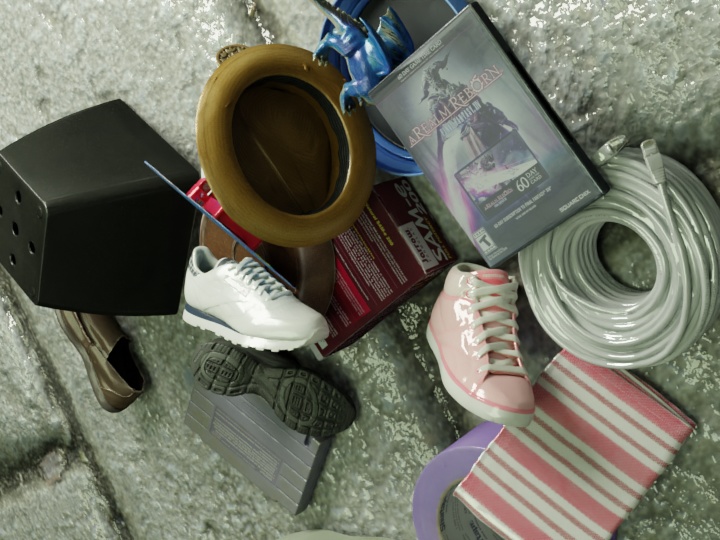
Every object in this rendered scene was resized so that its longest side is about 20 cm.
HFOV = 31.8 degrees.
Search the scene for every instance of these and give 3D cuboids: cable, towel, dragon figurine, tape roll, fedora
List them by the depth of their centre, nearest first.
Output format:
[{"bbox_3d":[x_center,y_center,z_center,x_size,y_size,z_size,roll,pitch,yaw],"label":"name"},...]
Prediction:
[{"bbox_3d":[0.236,-0.012,1.144,0.199,0.069,0.201,-27,90,43],"label":"cable"},{"bbox_3d":[0.012,-0.211,1.200,0.099,0.059,0.201,-19,99,40],"label":"dragon figurine"},{"bbox_3d":[0.202,0.181,1.201,0.146,0.030,0.200,38,89,22],"label":"towel"},{"bbox_3d":[-0.081,-0.118,1.245,0.082,0.200,0.202,-15,98,65],"label":"fedora"},{"bbox_3d":[0.157,0.258,1.306,0.199,0.085,0.201,15,116,34],"label":"tape roll"}]

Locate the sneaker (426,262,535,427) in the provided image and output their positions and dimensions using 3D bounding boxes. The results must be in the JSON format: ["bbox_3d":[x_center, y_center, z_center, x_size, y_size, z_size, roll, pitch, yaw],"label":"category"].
[{"bbox_3d":[0.121,0.061,1.218,0.200,0.075,0.105,-119,42,-59],"label":"sneaker"}]

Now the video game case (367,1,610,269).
[{"bbox_3d":[0.111,-0.117,1.128,0.143,0.019,0.201,-36,90,40],"label":"video game case"}]

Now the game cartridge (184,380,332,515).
[{"bbox_3d":[-0.129,0.195,1.552,0.200,0.038,0.130,36,130,23],"label":"game cartridge"}]

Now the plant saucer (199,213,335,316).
[{"bbox_3d":[-0.111,-0.018,1.377,0.199,0.034,0.202,14,112,39],"label":"plant saucer"}]

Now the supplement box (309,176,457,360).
[{"bbox_3d":[0.000,0.000,1.347,0.200,0.061,0.109,-40,78,42],"label":"supplement box"}]

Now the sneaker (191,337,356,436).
[{"bbox_3d":[-0.093,0.124,1.470,0.199,0.091,0.076,26,107,4],"label":"sneaker"}]

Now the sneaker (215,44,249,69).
[{"bbox_3d":[-0.082,-0.153,1.361,0.200,0.067,0.090,41,144,14],"label":"sneaker"}]

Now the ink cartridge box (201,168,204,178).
[{"bbox_3d":[-0.124,-0.019,1.451,0.108,0.050,0.201,13,114,36],"label":"ink cartridge box"}]

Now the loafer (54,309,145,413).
[{"bbox_3d":[-0.334,0.085,1.661,0.071,0.073,0.201,-19,100,32],"label":"loafer"}]

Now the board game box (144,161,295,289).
[{"bbox_3d":[-0.132,-0.061,1.289,0.200,0.158,0.039,38,86,26],"label":"board game box"}]

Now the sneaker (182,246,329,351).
[{"bbox_3d":[-0.114,0.031,1.327,0.199,0.076,0.081,14,104,37],"label":"sneaker"}]

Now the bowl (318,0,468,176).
[{"bbox_3d":[0.045,-0.195,1.247,0.200,0.039,0.202,16,116,34],"label":"bowl"}]

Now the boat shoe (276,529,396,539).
[{"bbox_3d":[-0.028,0.357,1.507,0.200,0.070,0.072,-3,102,38],"label":"boat shoe"}]

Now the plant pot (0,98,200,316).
[{"bbox_3d":[-0.326,-0.064,1.487,0.200,0.177,0.201,42,130,37],"label":"plant pot"}]
